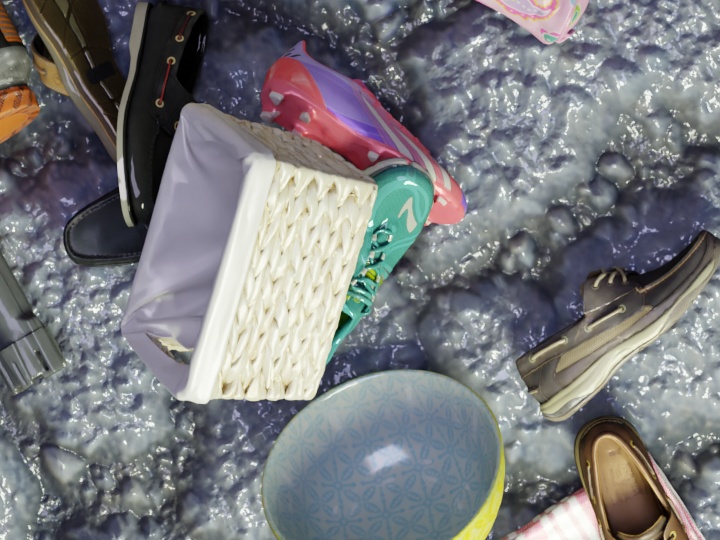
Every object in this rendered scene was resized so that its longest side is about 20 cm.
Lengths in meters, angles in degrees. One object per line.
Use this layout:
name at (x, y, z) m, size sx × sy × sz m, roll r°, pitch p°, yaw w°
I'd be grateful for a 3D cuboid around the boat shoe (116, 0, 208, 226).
boat shoe at (-0.161, -0.130, 1.373) m, size 0.062 × 0.074 × 0.204 m, roll 3°, pitch 63°, yaw 4°

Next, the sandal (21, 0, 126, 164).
sandal at (-0.239, -0.170, 1.417) m, size 0.054 × 0.080 × 0.202 m, roll -26°, pitch 93°, yaw 30°

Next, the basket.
basket at (-0.086, -0.009, 1.307) m, size 0.122 × 0.135 × 0.202 m, roll 9°, pitch 107°, yaw -34°

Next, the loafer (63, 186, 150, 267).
loafer at (-0.157, -0.053, 1.402) m, size 0.198 × 0.070 × 0.069 m, roll -18°, pitch 88°, yaw 7°

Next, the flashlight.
flashlight at (-0.322, 0.007, 1.431) m, size 0.067 × 0.068 × 0.202 m, roll -28°, pitch 92°, yaw 2°

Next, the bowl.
bowl at (0.028, 0.189, 1.353) m, size 0.198 × 0.201 × 0.108 m, roll -13°, pitch 132°, yaw 7°

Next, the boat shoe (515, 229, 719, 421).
boat shoe at (0.205, 0.033, 1.358) m, size 0.200 × 0.074 × 0.073 m, roll -44°, pitch 86°, yaw 4°

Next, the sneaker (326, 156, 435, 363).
sneaker at (0.000, 0.000, 1.355) m, size 0.077 × 0.080 × 0.201 m, roll 22°, pitch 117°, yaw -22°

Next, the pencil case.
pencil case at (0.093, -0.256, 1.364) m, size 0.198 × 0.087 × 0.088 m, roll 26°, pitch 94°, yaw 6°

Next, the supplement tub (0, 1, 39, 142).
supplement tub at (-0.353, -0.199, 1.399) m, size 0.122 × 0.123 × 0.201 m, roll -29°, pitch 86°, yaw 6°

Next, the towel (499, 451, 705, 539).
towel at (0.189, 0.259, 1.382) m, size 0.199 × 0.030 × 0.147 m, roll -33°, pitch 86°, yaw 4°

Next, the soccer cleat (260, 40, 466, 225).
soccer cleat at (0.010, -0.112, 1.388) m, size 0.199 × 0.067 × 0.077 m, roll 32°, pitch 59°, yaw -3°

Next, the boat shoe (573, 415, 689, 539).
boat shoe at (0.222, 0.213, 1.333) m, size 0.071 × 0.068 × 0.202 m, roll -23°, pitch 85°, yaw 6°
